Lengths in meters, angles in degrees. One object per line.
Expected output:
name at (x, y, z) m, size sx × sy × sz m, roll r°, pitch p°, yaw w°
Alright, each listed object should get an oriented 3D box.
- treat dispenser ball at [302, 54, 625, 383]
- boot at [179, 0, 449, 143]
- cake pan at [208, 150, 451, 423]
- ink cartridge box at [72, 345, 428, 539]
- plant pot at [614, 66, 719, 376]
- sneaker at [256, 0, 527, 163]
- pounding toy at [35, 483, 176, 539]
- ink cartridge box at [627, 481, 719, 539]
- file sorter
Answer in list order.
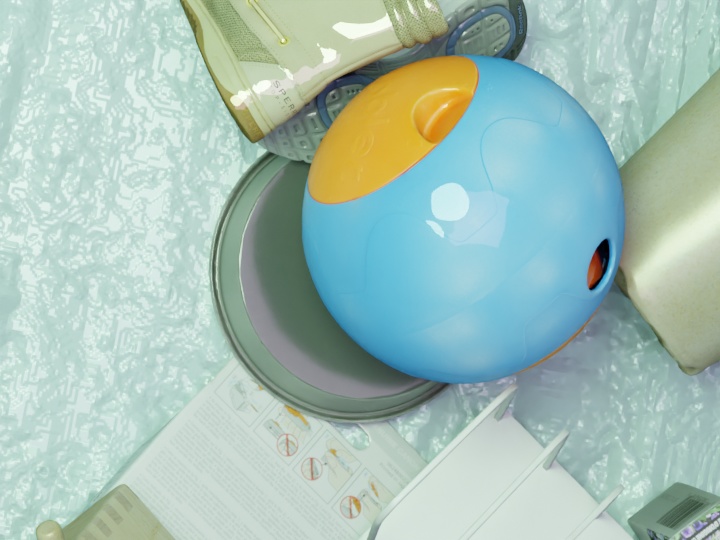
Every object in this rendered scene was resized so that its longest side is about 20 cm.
treat dispenser ball at (0.063, -0.031, 1.392) m, size 0.199 × 0.201 × 0.203 m, roll 0°, pitch 91°, yaw -9°
boot at (-0.036, -0.188, 1.429) m, size 0.154 × 0.201 × 0.073 m, roll -27°, pitch 138°, yaw 5°
cake pan at (0.000, 0.000, 1.498) m, size 0.198 × 0.037 × 0.202 m, roll 1°, pitch 86°, yaw -12°
ink cartridge box at (-0.071, 0.154, 1.505) m, size 0.160 × 0.047 × 0.200 m, roll 45°, pitch 68°, yaw -6°
plant pot at (0.247, -0.036, 1.482) m, size 0.183 × 0.200 × 0.201 m, roll -38°, pitch 96°, yaw 5°
sneaker at (0.011, -0.135, 1.485) m, size 0.199 × 0.087 × 0.075 m, roll -26°, pitch 125°, yaw -15°
pounding toy at (-0.165, 0.237, 1.389) m, size 0.200 × 0.142 × 0.184 m, roll -38°, pitch 97°, yaw 29°
ink cartridge box at (0.264, 0.239, 1.514) m, size 0.050 × 0.109 × 0.201 m, roll -35°, pitch 95°, yaw -7°
file sorter at (0.115, 0.189, 1.439) m, size 0.139 × 0.125 × 0.200 m, roll -43°, pitch 80°, yaw -14°
